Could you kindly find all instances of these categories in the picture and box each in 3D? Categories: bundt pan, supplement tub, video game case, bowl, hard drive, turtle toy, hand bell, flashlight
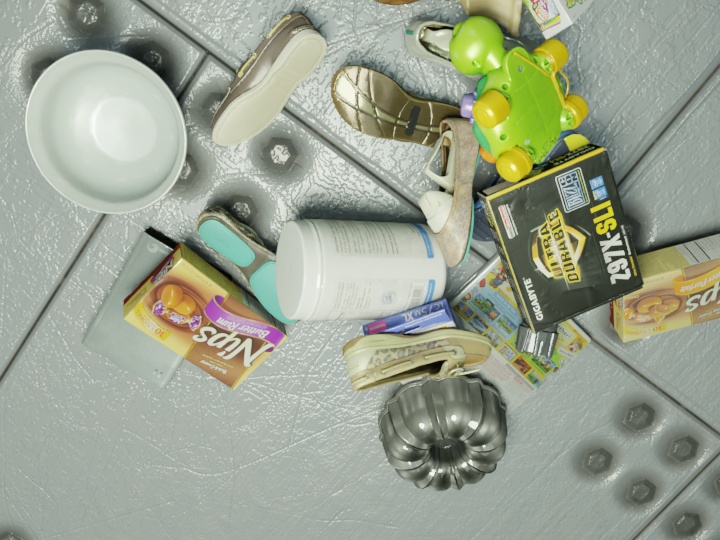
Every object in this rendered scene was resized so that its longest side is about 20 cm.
[{"bbox_3d":[0.127,0.252,0.987,0.201,0.076,0.203,-2,122,-2],"label":"bundt pan"},{"bbox_3d":[0.000,0.000,0.877,0.199,0.132,0.133,2,108,-23],"label":"supplement tub"},{"bbox_3d":[0.213,0.099,0.997,0.200,0.023,0.182,43,102,-12],"label":"video game case"},{"bbox_3d":[-0.315,-0.181,0.864,0.200,0.090,0.202,0,107,0],"label":"bowl"},{"bbox_3d":[-0.295,0.057,0.967,0.139,0.033,0.200,31,104,-10],"label":"hard drive"},{"bbox_3d":[0.176,-0.212,0.801,0.146,0.101,0.200,-41,119,-16],"label":"turtle toy"},{"bbox_3d":[0.102,-0.352,0.837,0.199,0.104,0.105,6,107,11],"label":"hand bell"},{"bbox_3d":[0.259,0.020,0.932,0.067,0.068,0.201,14,95,14],"label":"flashlight"}]

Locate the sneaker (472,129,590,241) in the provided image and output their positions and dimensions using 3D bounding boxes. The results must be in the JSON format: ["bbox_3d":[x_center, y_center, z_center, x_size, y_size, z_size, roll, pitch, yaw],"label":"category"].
[{"bbox_3d":[0.219,-0.119,0.907,0.200,0.082,0.074,-41,125,20],"label":"sneaker"}]

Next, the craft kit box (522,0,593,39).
[{"bbox_3d":[0.219,-0.403,0.772,0.198,0.048,0.200,51,59,-17],"label":"craft kit box"}]

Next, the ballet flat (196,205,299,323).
[{"bbox_3d":[-0.143,-0.016,0.926,0.068,0.075,0.200,-36,108,21],"label":"ballet flat"}]

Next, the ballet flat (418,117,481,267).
[{"bbox_3d":[0.111,-0.105,0.853,0.067,0.068,0.201,14,73,-17],"label":"ballet flat"}]

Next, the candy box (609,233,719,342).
[{"bbox_3d":[0.459,0.022,0.945,0.199,0.055,0.116,-16,128,3],"label":"candy box"}]

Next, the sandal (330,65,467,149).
[{"bbox_3d":[0.050,-0.214,0.886,0.199,0.054,0.081,13,113,-20],"label":"sandal"}]

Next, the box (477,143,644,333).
[{"bbox_3d":[0.259,-0.039,0.854,0.159,0.049,0.201,-23,109,0],"label":"box"}]

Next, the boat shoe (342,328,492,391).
[{"bbox_3d":[0.076,0.116,0.832,0.199,0.063,0.073,-2,149,-17],"label":"boat shoe"}]

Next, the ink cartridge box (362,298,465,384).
[{"bbox_3d":[0.081,0.096,0.901,0.119,0.042,0.200,-19,151,13],"label":"ink cartridge box"}]

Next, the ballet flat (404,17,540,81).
[{"bbox_3d":[0.154,-0.280,0.857,0.199,0.069,0.070,13,106,-5],"label":"ballet flat"}]

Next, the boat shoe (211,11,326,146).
[{"bbox_3d":[-0.128,-0.246,0.864,0.200,0.072,0.060,-42,63,23],"label":"boat shoe"}]

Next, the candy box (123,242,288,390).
[{"bbox_3d":[-0.212,0.068,0.927,0.117,0.057,0.200,-44,121,6],"label":"candy box"}]
